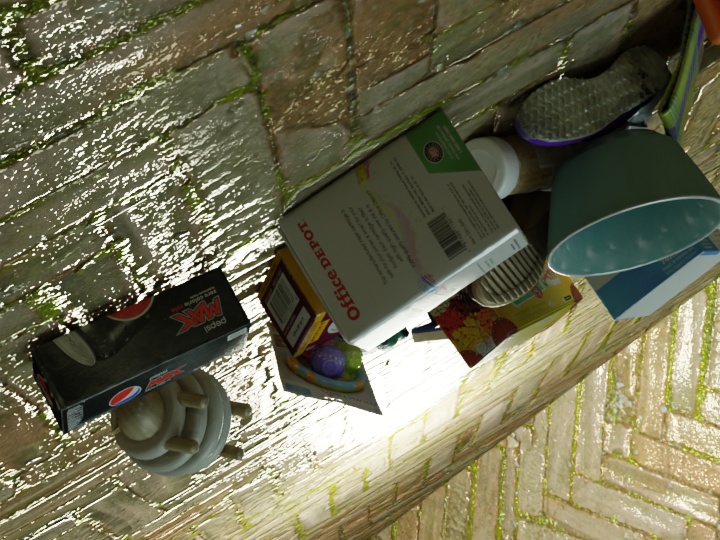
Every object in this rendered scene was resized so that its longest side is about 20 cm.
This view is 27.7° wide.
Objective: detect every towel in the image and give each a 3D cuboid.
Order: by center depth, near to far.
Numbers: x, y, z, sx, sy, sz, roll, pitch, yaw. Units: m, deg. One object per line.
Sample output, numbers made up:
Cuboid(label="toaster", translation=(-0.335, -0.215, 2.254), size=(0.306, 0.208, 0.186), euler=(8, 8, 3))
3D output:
Cuboid(label="towel", translation=(0.352, -0.210, 1.603), size=(0.200, 0.023, 0.145), euler=(28, 77, -75))

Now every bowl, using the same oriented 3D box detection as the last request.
Cuboid(label="bowl", translation=(0.285, -0.081, 1.581), size=(0.199, 0.106, 0.201), euler=(-13, 161, -5))

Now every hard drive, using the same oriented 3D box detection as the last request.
Cuboid(label="hard drive", translation=(0.160, 0.073, 2.102), size=(0.131, 0.026, 0.200), euler=(-17, 180, -14))

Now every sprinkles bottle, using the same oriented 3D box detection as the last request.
Cuboid(label="sprinkles bottle", translation=(0.183, -0.119, 1.613), size=(0.068, 0.069, 0.199), euler=(-42, 163, 34))

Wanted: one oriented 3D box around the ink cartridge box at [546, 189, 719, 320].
Cuboid(label="ink cartridge box", translation=(0.342, -0.062, 1.857), size=(0.146, 0.201, 0.146), euler=(-40, 163, 24))

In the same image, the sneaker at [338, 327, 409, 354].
Cuboid(label="sneaker", translation=(-0.001, 0.082, 1.810), size=(0.087, 0.075, 0.200), euler=(-30, 167, 11))

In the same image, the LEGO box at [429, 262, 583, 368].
Cuboid(label="LEGO box", translation=(0.168, 0.018, 1.830), size=(0.199, 0.150, 0.077), euler=(-19, 160, -52))

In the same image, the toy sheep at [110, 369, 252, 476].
Cuboid(label="toy sheep", translation=(-0.200, 0.166, 1.616), size=(0.137, 0.139, 0.200), euler=(-36, 152, 14))

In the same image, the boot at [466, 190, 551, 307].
Cuboid(label="boot", translation=(0.134, -0.017, 1.658), size=(0.165, 0.073, 0.200), euler=(-12, -153, 45))

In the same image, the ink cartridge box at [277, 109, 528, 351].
Cuboid(label="ink cartridge box", translation=(0.041, -0.036, 1.435), size=(0.199, 0.146, 0.084), euler=(-34, 165, 6))

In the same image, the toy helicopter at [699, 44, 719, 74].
Cuboid(label="toy helicopter", translation=(0.454, -0.282, 1.679), size=(0.132, 0.079, 0.200), euler=(-33, 179, -35))

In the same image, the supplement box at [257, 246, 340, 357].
Cuboid(label="supplement box", translation=(0.000, 0.000, 1.582), size=(0.199, 0.086, 0.111), euler=(-25, 163, -27))

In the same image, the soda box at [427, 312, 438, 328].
Cuboid(label="soda box", translation=(0.164, 0.016, 1.991), size=(0.199, 0.071, 0.063), euler=(-16, 163, -47))

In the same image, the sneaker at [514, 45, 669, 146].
Cuboid(label="sneaker", translation=(0.239, -0.166, 1.573), size=(0.199, 0.070, 0.100), euler=(-24, 165, -28))

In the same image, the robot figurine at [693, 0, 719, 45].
Cuboid(label="robot figurine", translation=(0.427, -0.290, 1.467), size=(0.199, 0.117, 0.145), euler=(-25, 145, -27))

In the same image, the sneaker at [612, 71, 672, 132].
Cuboid(label="sneaker", translation=(0.307, -0.140, 1.703), size=(0.200, 0.116, 0.075), euler=(-42, 162, 33))

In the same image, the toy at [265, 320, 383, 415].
Cuboid(label="toy", translation=(-0.038, 0.091, 1.632), size=(0.200, 0.114, 0.048), euler=(-120, -134, -70))

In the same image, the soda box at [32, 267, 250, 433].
Cuboid(label="soda box", translation=(-0.208, 0.074, 1.390), size=(0.199, 0.071, 0.063), euler=(-25, 162, -21))
